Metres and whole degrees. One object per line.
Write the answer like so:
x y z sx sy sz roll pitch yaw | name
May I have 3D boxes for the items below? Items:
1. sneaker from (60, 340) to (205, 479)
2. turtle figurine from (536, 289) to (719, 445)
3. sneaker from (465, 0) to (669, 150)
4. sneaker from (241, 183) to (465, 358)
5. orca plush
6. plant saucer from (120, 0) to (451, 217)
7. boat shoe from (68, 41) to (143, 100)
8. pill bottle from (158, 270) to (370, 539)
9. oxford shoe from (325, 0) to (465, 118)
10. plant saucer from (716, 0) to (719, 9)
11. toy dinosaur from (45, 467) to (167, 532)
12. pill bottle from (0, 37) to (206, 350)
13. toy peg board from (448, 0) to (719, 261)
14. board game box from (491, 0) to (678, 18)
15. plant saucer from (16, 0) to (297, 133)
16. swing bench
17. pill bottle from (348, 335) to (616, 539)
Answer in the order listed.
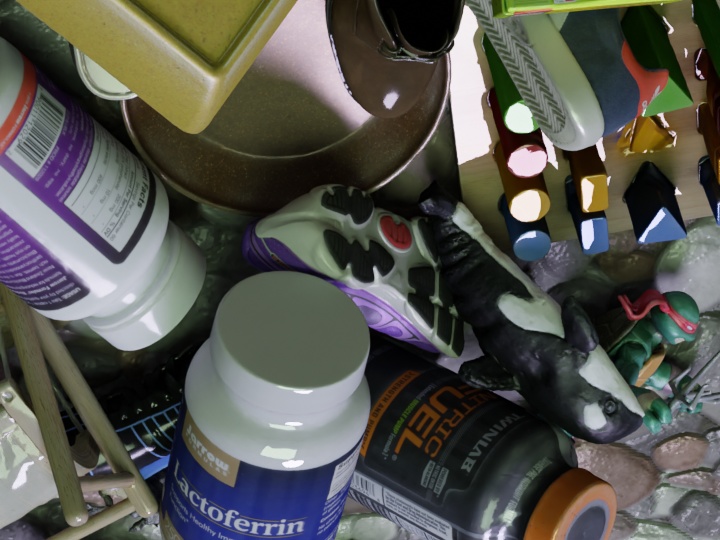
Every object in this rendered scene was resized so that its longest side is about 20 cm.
-0.125 0.087 1.781 0.199 0.070 0.078 -10 129 -10 | sneaker
0.176 0.077 1.803 0.200 0.101 0.150 -41 164 24 | turtle figurine
0.108 -0.170 1.564 0.084 0.200 0.075 -26 176 -18 | sneaker
0.000 0.000 1.719 0.083 0.081 0.200 -13 151 34 | sneaker
0.089 0.039 1.695 0.071 0.105 0.200 -41 107 -20 | orca plush
-0.046 -0.121 1.641 0.200 0.037 0.201 -5 130 -6 | plant saucer
-0.145 -0.197 1.543 0.067 0.057 0.201 -3 107 -3 | boat shoe
-0.057 0.101 1.677 0.115 0.116 0.200 3 136 -11 | pill bottle
0.021 -0.143 1.546 0.072 0.085 0.200 -4 146 -7 | oxford shoe
0.267 -0.173 1.581 0.048 0.200 0.200 6 141 37 | plant saucer
-0.124 0.152 1.819 0.199 0.088 0.048 6 115 -14 | toy dinosaur
-0.186 -0.040 1.635 0.111 0.112 0.200 -34 126 18 | pill bottle
0.159 -0.081 1.667 0.199 0.098 0.200 -9 129 -1 | toy peg board
0.116 -0.243 1.491 0.101 0.048 0.201 -5 94 -5 | board game box
-0.095 -0.202 1.498 0.200 0.048 0.200 38 87 -30 | plant saucer
-0.269 0.106 1.712 0.199 0.200 0.130 -28 170 15 | swing bench
0.066 0.127 1.747 0.106 0.200 0.106 -33 137 -38 | pill bottle
